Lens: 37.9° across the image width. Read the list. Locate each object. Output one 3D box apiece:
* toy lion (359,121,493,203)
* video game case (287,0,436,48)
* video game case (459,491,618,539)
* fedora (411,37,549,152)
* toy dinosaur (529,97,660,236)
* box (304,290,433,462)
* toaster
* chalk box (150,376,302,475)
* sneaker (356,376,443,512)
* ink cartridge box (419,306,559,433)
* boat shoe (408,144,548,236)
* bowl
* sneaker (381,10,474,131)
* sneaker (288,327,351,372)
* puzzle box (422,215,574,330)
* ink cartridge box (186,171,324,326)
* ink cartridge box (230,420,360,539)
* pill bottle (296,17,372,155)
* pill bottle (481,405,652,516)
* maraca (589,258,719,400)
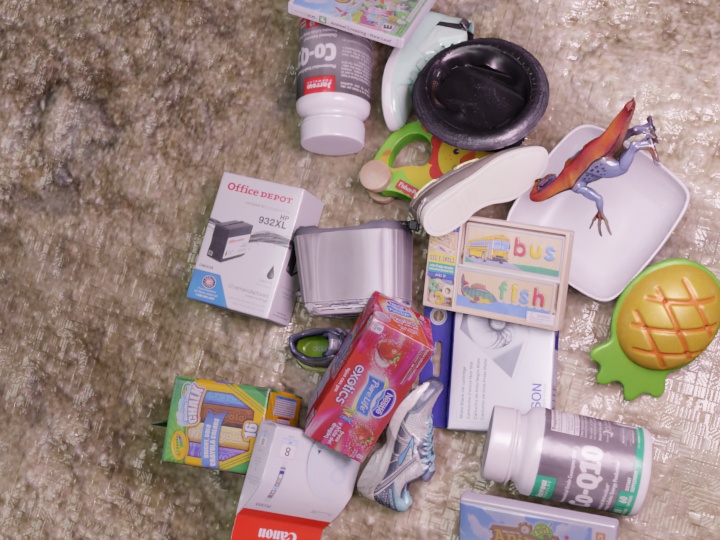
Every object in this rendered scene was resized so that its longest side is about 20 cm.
[{"bbox_3d":[0.126,-0.154,1.520,0.199,0.069,0.192,31,84,23],"label":"toy lion"},{"bbox_3d":[0.014,-0.409,1.549,0.181,0.022,0.200,20,47,11],"label":"video game case"},{"bbox_3d":[0.222,0.384,1.337,0.199,0.022,0.183,6,108,22],"label":"video game case"},{"bbox_3d":[0.172,-0.227,1.461,0.199,0.092,0.202,-8,60,14],"label":"fedora"},{"bbox_3d":[0.286,-0.144,1.332,0.180,0.200,0.106,-17,45,24],"label":"toy dinosaur"},{"bbox_3d":[0.011,0.143,1.422,0.095,0.100,0.201,27,109,-9],"label":"box"},{"bbox_3d":[0.000,0.000,1.503,0.198,0.114,0.130,-4,83,18],"label":"toaster"},{"bbox_3d":[-0.204,0.225,1.524,0.199,0.125,0.125,6,81,20],"label":"chalk box"},{"bbox_3d":[0.076,0.240,1.442,0.086,0.078,0.201,31,107,19],"label":"sneaker"},{"bbox_3d":[0.173,0.123,1.450,0.199,0.041,0.201,0,79,21],"label":"ink cartridge box"},{"bbox_3d":[0.157,-0.118,1.403,0.201,0.072,0.060,-29,36,-11],"label":"boat shoe"},{"bbox_3d":[0.322,-0.074,1.419,0.199,0.075,0.200,39,95,23],"label":"bowl"},{"bbox_3d":[0.105,-0.293,1.535,0.117,0.074,0.202,10,72,21],"label":"sneaker"},{"bbox_3d":[-0.014,0.115,1.499,0.199,0.081,0.074,-4,78,19],"label":"sneaker"},{"bbox_3d":[0.183,-0.002,1.412,0.199,0.025,0.134,10,99,27],"label":"puzzle box"},{"bbox_3d":[-0.158,-0.033,1.582,0.144,0.084,0.201,14,83,22],"label":"ink cartridge box"},{"bbox_3d":[-0.089,0.320,1.442,0.047,0.159,0.201,5,78,50],"label":"ink cartridge box"},{"bbox_3d":[-0.040,-0.284,1.574,0.113,0.114,0.202,-3,78,20],"label":"pill bottle"},{"bbox_3d":[0.259,0.237,1.331,0.198,0.113,0.114,10,82,6],"label":"pill bottle"},{"bbox_3d":[0.382,0.077,1.348,0.137,0.107,0.201,31,106,-5],"label":"maraca"}]
